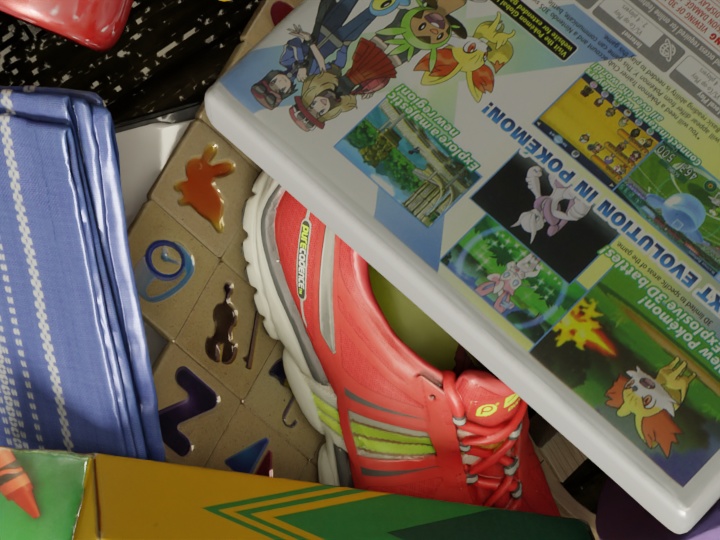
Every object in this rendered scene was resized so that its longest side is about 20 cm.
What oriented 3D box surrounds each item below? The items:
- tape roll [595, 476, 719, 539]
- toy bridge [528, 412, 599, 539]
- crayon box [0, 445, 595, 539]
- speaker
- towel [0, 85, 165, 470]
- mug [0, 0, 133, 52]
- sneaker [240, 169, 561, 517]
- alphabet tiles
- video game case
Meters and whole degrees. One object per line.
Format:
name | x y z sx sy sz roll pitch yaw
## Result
tape roll | 0.175 0.049 0.862 0.200 0.200 0.085 -43 99 -3
toy bridge | 0.078 0.051 0.971 0.067 0.027 0.201 -41 109 -27
crayon box | -0.032 0.131 0.870 0.199 0.051 0.128 8 118 -14
speaker | -0.045 0.043 0.954 0.081 0.081 0.201 -17 96 -6
towel | -0.152 -0.002 0.888 0.199 0.024 0.146 9 121 31
mug | -0.171 -0.113 0.866 0.133 0.200 0.178 -38 98 -4
sneaker | 0.028 0.048 0.897 0.077 0.085 0.201 -37 107 -33
alphabet tiles | 0.000 0.000 0.939 0.166 0.006 0.201 42 63 -26
video game case | 0.084 -0.048 0.846 0.200 0.022 0.182 41 73 16
